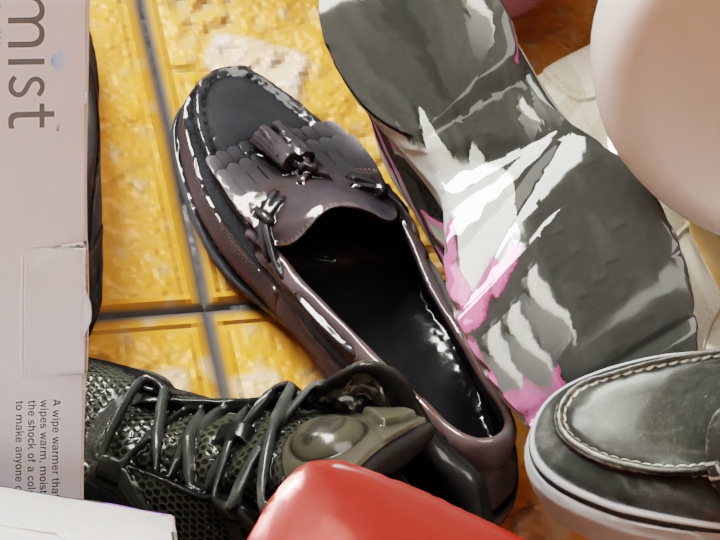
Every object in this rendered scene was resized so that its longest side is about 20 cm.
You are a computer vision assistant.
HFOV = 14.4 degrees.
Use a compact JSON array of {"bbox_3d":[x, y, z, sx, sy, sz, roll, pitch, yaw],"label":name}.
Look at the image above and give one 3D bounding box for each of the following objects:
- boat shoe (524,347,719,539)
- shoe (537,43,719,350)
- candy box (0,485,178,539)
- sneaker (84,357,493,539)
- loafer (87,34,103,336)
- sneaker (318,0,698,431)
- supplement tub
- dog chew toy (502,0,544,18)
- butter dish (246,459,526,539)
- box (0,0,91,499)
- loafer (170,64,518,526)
[{"bbox_3d":[0.139,0.042,0.865,0.199,0.071,0.072,-3,53,25],"label":"boat shoe"},{"bbox_3d":[0.108,0.005,1.027,0.053,0.070,0.201,-15,66,0],"label":"shoe"},{"bbox_3d":[-0.147,0.157,0.781,0.167,0.201,0.072,9,13,-9],"label":"candy box"},{"bbox_3d":[-0.044,0.059,0.921,0.199,0.114,0.076,25,55,7],"label":"sneaker"},{"bbox_3d":[-0.121,-0.069,1.004,0.072,0.072,0.201,-6,59,-17],"label":"loafer"},{"bbox_3d":[0.058,-0.020,0.991,0.080,0.086,0.201,-24,71,1],"label":"sneaker"},{"bbox_3d":[0.156,-0.116,0.973,0.144,0.145,0.200,18,38,-4],"label":"supplement tub"},{"bbox_3d":[0.045,-0.177,1.041,0.124,0.200,0.125,7,59,-11],"label":"dog chew toy"},{"bbox_3d":[0.019,0.186,0.809,0.199,0.148,0.200,26,68,-10],"label":"butter dish"},{"bbox_3d":[-0.169,0.002,0.827,0.175,0.201,0.097,-3,15,-15],"label":"box"},{"bbox_3d":[0.000,0.000,0.999,0.072,0.063,0.200,-22,66,-24],"label":"loafer"}]
